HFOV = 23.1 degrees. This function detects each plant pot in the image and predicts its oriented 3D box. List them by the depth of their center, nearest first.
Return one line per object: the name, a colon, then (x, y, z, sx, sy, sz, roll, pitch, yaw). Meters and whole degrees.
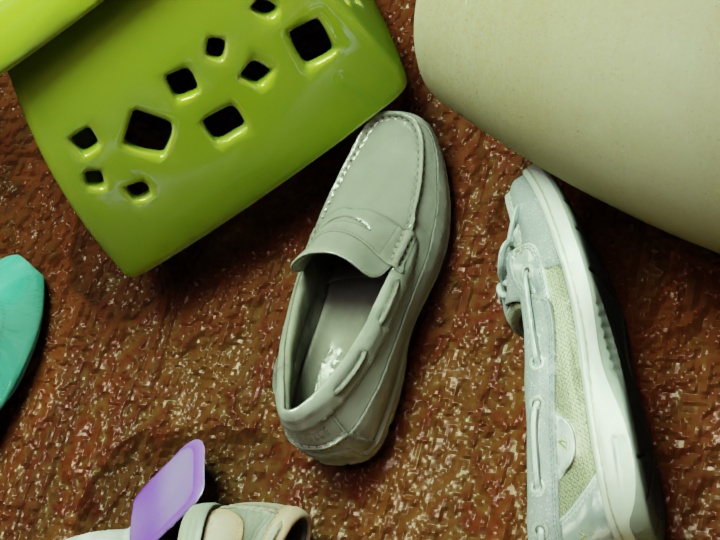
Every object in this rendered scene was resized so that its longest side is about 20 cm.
plant pot: (0.131, -0.107, 0.830, 0.199, 0.187, 0.189, 14, 70, 35)
plant pot: (-0.118, -0.155, 0.981, 0.198, 0.182, 0.201, -34, 39, 9)

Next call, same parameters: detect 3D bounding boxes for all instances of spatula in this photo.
spatula: (-0.158, 0.153, 0.946, 0.199, 0.021, 0.057, -30, 31, 15)

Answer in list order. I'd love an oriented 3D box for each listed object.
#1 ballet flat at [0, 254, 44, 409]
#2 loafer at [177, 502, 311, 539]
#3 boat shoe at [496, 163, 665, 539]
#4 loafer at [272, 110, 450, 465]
ballet flat: (-0.240, 0.070, 1.012, 0.067, 0.070, 0.202, 4, 66, 32)
loafer: (-0.058, 0.201, 0.840, 0.062, 0.072, 0.202, -10, 56, 16)
boat shoe: (0.094, 0.041, 0.841, 0.064, 0.074, 0.204, -18, 63, 14)
loafer: (0.000, 0.000, 0.917, 0.069, 0.070, 0.202, -3, 61, 28)
